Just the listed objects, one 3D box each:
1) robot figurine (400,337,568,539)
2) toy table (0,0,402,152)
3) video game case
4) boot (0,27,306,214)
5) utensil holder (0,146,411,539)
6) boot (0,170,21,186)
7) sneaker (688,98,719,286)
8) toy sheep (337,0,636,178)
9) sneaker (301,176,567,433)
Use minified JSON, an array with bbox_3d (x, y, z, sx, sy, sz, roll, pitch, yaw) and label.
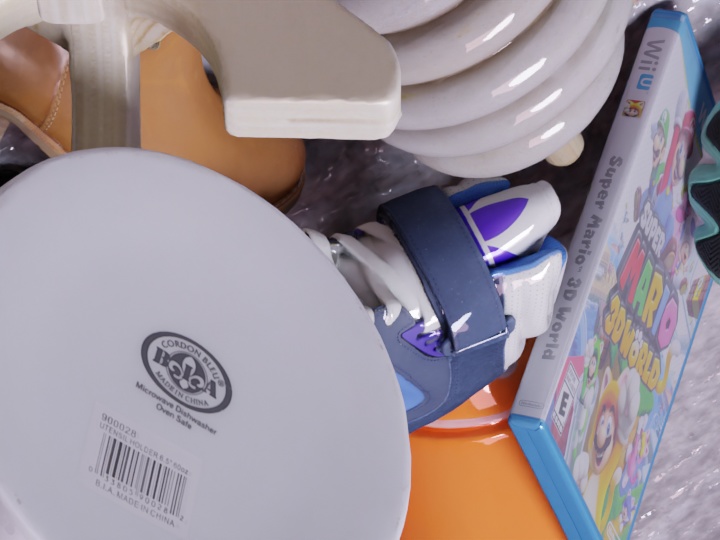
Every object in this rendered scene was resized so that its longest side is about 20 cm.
[{"bbox_3d":[0.048,0.061,1.169,0.143,0.117,0.201,-9,128,2],"label":"robot figurine"},{"bbox_3d":[-0.077,-0.094,0.811,0.199,0.118,0.184,-6,147,9],"label":"toy table"},{"bbox_3d":[0.117,0.011,1.139,0.018,0.201,0.143,9,153,25],"label":"video game case"},{"bbox_3d":[-0.073,-0.090,0.964,0.199,0.074,0.155,4,129,-40],"label":"boot"},{"bbox_3d":[-0.102,0.077,0.821,0.169,0.171,0.200,6,148,-38],"label":"utensil holder"},{"bbox_3d":[-0.173,0.069,1.023,0.073,0.201,0.151,24,138,0],"label":"boot"},{"bbox_3d":[0.228,-0.078,1.150,0.139,0.078,0.201,2,119,-42],"label":"sneaker"},{"bbox_3d":[0.041,-0.103,0.975,0.138,0.138,0.200,-34,131,8],"label":"toy sheep"},{"bbox_3d":[0.000,0.000,0.992,0.146,0.081,0.200,-38,151,14],"label":"sneaker"}]
